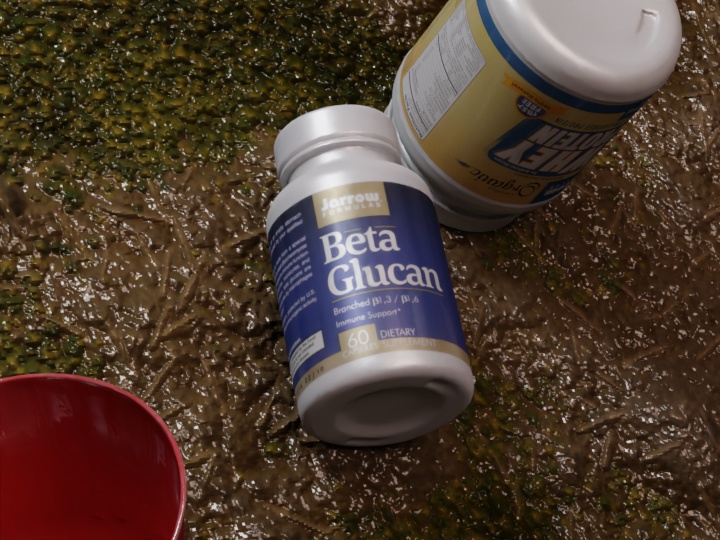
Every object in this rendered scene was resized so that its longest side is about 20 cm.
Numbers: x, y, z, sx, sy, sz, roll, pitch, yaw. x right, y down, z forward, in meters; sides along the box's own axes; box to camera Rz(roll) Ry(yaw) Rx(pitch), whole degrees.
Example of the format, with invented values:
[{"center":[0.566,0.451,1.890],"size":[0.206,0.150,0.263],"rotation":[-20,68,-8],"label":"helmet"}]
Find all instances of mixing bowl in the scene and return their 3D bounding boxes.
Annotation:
[{"center":[-0.174,0.163,1.097],"size":[0.199,0.109,0.201],"rotation":[-8,45,8],"label":"mixing bowl"}]

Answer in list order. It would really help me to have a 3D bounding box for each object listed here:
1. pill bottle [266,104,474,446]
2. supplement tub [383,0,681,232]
[{"center":[0.000,0.000,1.326],"size":[0.111,0.111,0.201],"rotation":[4,58,-28],"label":"pill bottle"},{"center":[0.109,-0.129,1.413],"size":[0.144,0.200,0.145],"rotation":[14,54,-21],"label":"supplement tub"}]
